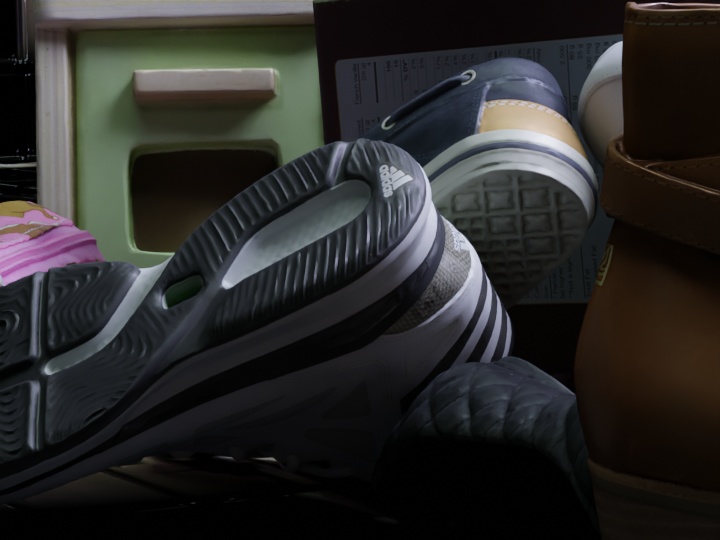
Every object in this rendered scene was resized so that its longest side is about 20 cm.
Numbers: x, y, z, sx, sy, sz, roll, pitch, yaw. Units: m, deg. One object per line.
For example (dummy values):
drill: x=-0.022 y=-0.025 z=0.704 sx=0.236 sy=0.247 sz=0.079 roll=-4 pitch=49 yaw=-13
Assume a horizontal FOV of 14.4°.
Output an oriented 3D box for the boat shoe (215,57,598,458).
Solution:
boat shoe: x=0.000 y=0.000 z=0.914 sx=0.074 sy=0.062 sz=0.200 roll=28 pitch=-47 yaw=-28

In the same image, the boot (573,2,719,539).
boot: x=0.146 y=0.014 z=0.606 sx=0.199 sy=0.155 sz=0.074 roll=-1 pitch=5 yaw=-5

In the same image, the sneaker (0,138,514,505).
sneaker: x=-0.045 y=0.048 z=0.858 sx=0.200 sy=0.115 sz=0.076 roll=-24 pitch=43 yaw=17

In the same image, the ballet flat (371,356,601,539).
ballet flat: x=0.058 y=0.063 z=0.746 sx=0.057 sy=0.067 sz=0.200 roll=-43 pitch=14 yaw=-10

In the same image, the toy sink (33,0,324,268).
toy sink: x=-0.063 y=-0.061 z=1.151 sx=0.130 sy=0.201 sz=0.112 roll=-1 pitch=-7 yaw=0

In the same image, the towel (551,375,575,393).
towel: x=0.026 y=0.044 z=1.048 sx=0.199 sy=0.023 sz=0.145 roll=-2 pitch=4 yaw=-3

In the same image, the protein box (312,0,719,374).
protein box: x=0.123 y=-0.039 z=1.013 sx=0.199 sy=0.136 sz=0.198 roll=-1 pitch=4 yaw=39

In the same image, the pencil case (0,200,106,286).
pencil case: x=-0.141 y=0.022 z=0.991 sx=0.086 sy=0.083 sz=0.200 roll=-1 pitch=4 yaw=6

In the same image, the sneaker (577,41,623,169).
sneaker: x=0.126 y=0.002 z=0.815 sx=0.099 sy=0.078 sz=0.200 roll=-32 pitch=56 yaw=-31
